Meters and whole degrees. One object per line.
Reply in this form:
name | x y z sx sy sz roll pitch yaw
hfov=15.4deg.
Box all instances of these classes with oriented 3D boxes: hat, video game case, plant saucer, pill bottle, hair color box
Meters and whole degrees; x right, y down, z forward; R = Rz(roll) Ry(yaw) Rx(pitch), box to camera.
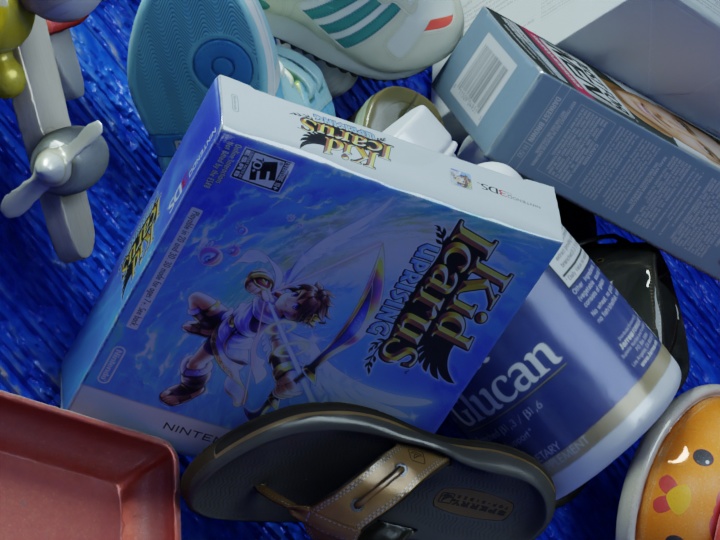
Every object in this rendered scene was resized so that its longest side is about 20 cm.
hat | 0.146 0.042 1.532 0.200 0.080 0.202 0 90 -69
video game case | -0.027 0.018 1.295 0.180 0.200 0.046 16 38 -21
plant saucer | -0.169 0.153 1.224 0.199 0.037 0.201 20 54 -37
pill bottle | 0.066 0.015 1.395 0.200 0.111 0.111 49 41 -5
hair color box | 0.147 -0.069 1.530 0.199 0.061 0.099 27 16 -29

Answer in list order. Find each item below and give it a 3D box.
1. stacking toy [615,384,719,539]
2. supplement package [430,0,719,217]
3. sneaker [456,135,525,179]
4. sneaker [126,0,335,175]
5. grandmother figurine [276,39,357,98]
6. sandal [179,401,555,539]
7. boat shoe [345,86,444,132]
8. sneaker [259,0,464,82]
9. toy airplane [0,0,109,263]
stacking toy | 0.259 0.152 1.516 0.146 0.199 0.147 -18 114 -48
supplement package | 0.160 -0.178 1.645 0.147 0.191 0.201 29 49 -32
sneaker | 0.058 -0.016 1.538 0.072 0.072 0.201 29 44 -18
sneaker | -0.065 -0.104 1.415 0.131 0.079 0.201 -70 159 -50
grandmother figurine | -0.003 -0.172 1.577 0.121 0.061 0.200 30 43 -7
sandal | 0.010 0.117 1.319 0.199 0.082 0.055 15 38 -25
boat shoe | -0.001 -0.001 1.468 0.071 0.066 0.202 18 73 -23
sneaker | -0.001 -0.165 1.464 0.199 0.093 0.071 15 57 -38
toy airplane | -0.172 -0.131 1.310 0.200 0.141 0.200 43 48 -35
